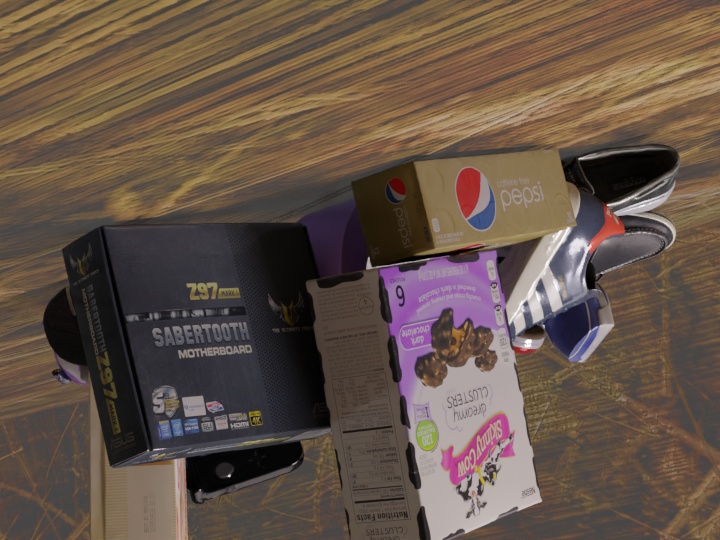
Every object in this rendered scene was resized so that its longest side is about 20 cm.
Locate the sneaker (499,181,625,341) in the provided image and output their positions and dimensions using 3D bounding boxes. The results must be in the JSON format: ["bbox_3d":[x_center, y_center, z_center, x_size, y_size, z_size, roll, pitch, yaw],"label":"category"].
[{"bbox_3d":[0.154,0.021,1.412,0.084,0.075,0.200,21,121,-21],"label":"sneaker"}]

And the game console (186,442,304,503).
[{"bbox_3d":[-0.168,0.117,1.651,0.175,0.201,0.117,-18,138,-4],"label":"game console"}]

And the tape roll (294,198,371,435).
[{"bbox_3d":[0.015,0.041,1.335,0.065,0.201,0.200,-17,175,29],"label":"tape roll"}]

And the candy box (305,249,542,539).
[{"bbox_3d":[0.050,0.094,1.230,0.071,0.201,0.167,-11,179,35],"label":"candy box"}]

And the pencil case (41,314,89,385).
[{"bbox_3d":[-0.191,0.043,1.510,0.199,0.086,0.084,-17,-144,24],"label":"pencil case"}]

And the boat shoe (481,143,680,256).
[{"bbox_3d":[0.184,-0.073,1.440,0.199,0.072,0.071,-19,157,-13],"label":"boat shoe"}]

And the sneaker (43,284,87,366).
[{"bbox_3d":[-0.161,0.025,1.390,0.199,0.076,0.115,-18,178,28],"label":"sneaker"}]

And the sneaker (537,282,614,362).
[{"bbox_3d":[0.152,0.004,1.611,0.115,0.200,0.081,2,135,-32],"label":"sneaker"}]

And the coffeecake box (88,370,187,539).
[{"bbox_3d":[-0.188,0.178,1.422,0.073,0.154,0.200,-2,162,-4],"label":"coffeecake box"}]

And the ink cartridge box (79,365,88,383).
[{"bbox_3d":[-0.172,0.099,1.489,0.094,0.037,0.200,-9,159,10],"label":"ink cartridge box"}]

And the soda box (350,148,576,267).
[{"bbox_3d":[0.084,-0.050,1.274,0.064,0.068,0.200,-17,175,39],"label":"soda box"}]

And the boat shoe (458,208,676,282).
[{"bbox_3d":[0.188,-0.008,1.492,0.199,0.062,0.075,-10,142,-2],"label":"boat shoe"}]

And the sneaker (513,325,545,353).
[{"bbox_3d":[0.118,0.076,1.705,0.071,0.113,0.200,13,-168,-26],"label":"sneaker"}]

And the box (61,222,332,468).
[{"bbox_3d":[-0.104,0.048,1.173,0.051,0.159,0.199,-26,164,41],"label":"box"}]
